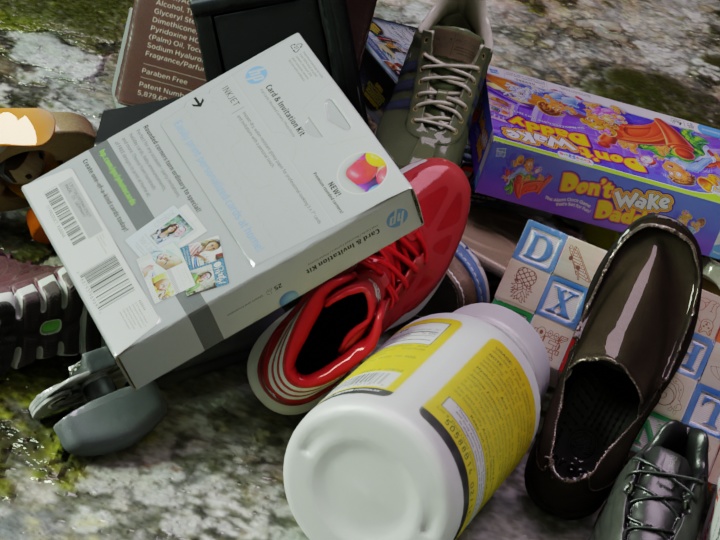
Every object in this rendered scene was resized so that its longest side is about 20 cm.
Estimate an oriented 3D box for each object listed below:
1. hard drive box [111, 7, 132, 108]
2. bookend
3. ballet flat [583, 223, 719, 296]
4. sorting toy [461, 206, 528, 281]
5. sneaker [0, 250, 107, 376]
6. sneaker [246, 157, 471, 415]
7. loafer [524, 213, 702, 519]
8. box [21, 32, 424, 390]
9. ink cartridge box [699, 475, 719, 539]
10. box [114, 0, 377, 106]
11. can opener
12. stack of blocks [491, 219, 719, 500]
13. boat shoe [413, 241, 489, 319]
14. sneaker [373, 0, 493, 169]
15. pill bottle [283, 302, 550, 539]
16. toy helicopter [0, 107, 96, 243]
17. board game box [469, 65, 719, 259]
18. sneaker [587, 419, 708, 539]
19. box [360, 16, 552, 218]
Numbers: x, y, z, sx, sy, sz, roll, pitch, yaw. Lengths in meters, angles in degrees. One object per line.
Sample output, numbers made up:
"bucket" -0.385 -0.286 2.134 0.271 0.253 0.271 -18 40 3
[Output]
"hard drive box" -0.099 -0.117 1.622 0.154 0.077 0.200 6 28 -19
"bookend" -0.095 -0.108 1.399 0.197 0.202 0.092 -9 21 2
"ballet flat" 0.252 -0.004 1.588 0.199 0.067 0.067 31 3 20
"sorting toy" 0.128 0.000 1.534 0.199 0.037 0.185 24 13 26
"sneaker" -0.204 0.006 1.346 0.199 0.076 0.115 -8 32 -36
"sneaker" 0.017 0.006 1.310 0.078 0.201 0.115 38 -16 -9
"loafer" 0.163 0.058 1.304 0.072 0.202 0.071 20 -10 4
"box" -0.085 -0.039 1.272 0.199 0.041 0.156 -31 53 -6
"ink cartridge box" 0.238 0.180 1.165 0.083 0.147 0.200 13 26 0
"box" -0.066 -0.213 1.505 0.163 0.202 0.166 15 24 -1
"can opener" -0.119 0.069 1.314 0.199 0.053 0.067 -16 73 -46
"stack of blocks" 0.178 0.062 1.372 0.198 0.116 0.059 23 -11 11
"boat shoe" 0.000 0.000 1.469 0.199 0.073 0.072 21 35 40
"sneaker" 0.056 -0.136 1.537 0.066 0.090 0.201 18 39 -1
"pill bottle" 0.043 0.092 1.268 0.111 0.112 0.200 24 29 17
"toy helicopter" -0.270 -0.064 1.403 0.198 0.132 0.079 -15 69 -16
"board game box" 0.182 -0.081 1.574 0.198 0.045 0.135 15 28 -9
"sneaker" 0.163 0.155 1.236 0.075 0.091 0.200 19 29 5
"box" 0.063 -0.125 1.664 0.136 0.040 0.200 8 35 -47
